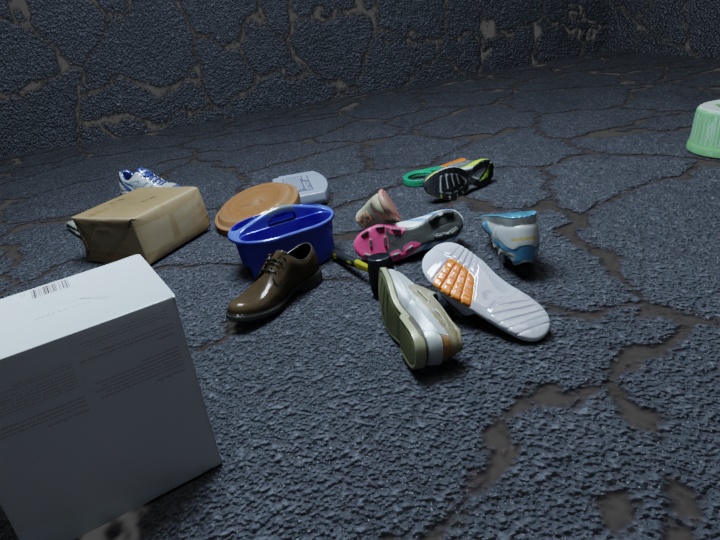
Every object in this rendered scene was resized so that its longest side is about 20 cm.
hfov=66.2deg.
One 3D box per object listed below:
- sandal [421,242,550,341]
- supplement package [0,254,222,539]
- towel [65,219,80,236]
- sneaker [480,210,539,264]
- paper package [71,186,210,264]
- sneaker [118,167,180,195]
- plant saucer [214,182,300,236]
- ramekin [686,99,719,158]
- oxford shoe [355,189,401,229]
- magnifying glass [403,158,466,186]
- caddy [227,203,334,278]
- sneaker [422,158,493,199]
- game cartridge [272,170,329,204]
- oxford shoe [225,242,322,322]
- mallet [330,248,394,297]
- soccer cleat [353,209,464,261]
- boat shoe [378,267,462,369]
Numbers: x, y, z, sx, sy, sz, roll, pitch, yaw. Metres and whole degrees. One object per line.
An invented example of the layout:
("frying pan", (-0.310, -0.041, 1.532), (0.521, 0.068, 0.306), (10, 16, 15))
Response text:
("sandal", (0.166, 0.041, 0.770), (0.079, 0.059, 0.206), (-37, 56, -19))
("supplement package", (-0.270, 0.122, 0.554), (0.190, 0.202, 0.147), (-21, 28, -27))
("towel", (-0.601, -0.130, 1.357), (0.192, 0.035, 0.199), (-28, 33, -36))
("sneaker", (0.246, -0.056, 0.922), (0.076, 0.082, 0.200), (-6, 6, 7))
("paper package", (-0.463, -0.100, 1.179), (0.189, 0.104, 0.200), (4, 29, 26))
("sneaker", (-0.580, -0.235, 1.507), (0.198, 0.089, 0.075), (2, 26, 18))
("plant saucer", (-0.233, -0.144, 1.238), (0.198, 0.033, 0.201), (-14, 33, 9))
("ramekin", (0.866, -0.330, 1.266), (0.198, 0.099, 0.200), (-6, 26, 3))
("oxford shoe", (0.030, -0.101, 1.043), (0.073, 0.071, 0.200), (-29, -3, 1))
("magnifying glass", (0.191, -0.247, 1.388), (0.199, 0.023, 0.079), (-26, 31, -29))
("caddy", (-0.141, -0.068, 1.012), (0.199, 0.106, 0.141), (-20, 29, -23))
("sneaker", (0.211, -0.208, 1.255), (0.199, 0.075, 0.081), (-17, 20, -34))
("game cartridge", (-0.146, -0.200, 1.369), (0.132, 0.041, 0.200), (-15, 27, -6))
("oxford shoe", (-0.142, 0.013, 0.876), (0.072, 0.085, 0.200), (11, 33, 31))
("mallet", (0.000, 0.000, 0.926), (0.041, 0.066, 0.200), (-18, 13, -23))
("soccer cleat", (0.089, -0.056, 0.989), (0.198, 0.071, 0.086), (-14, -5, 7))
("boat shoe", (0.073, 0.059, 0.743), (0.068, 0.075, 0.200), (-7, 32, -11))
